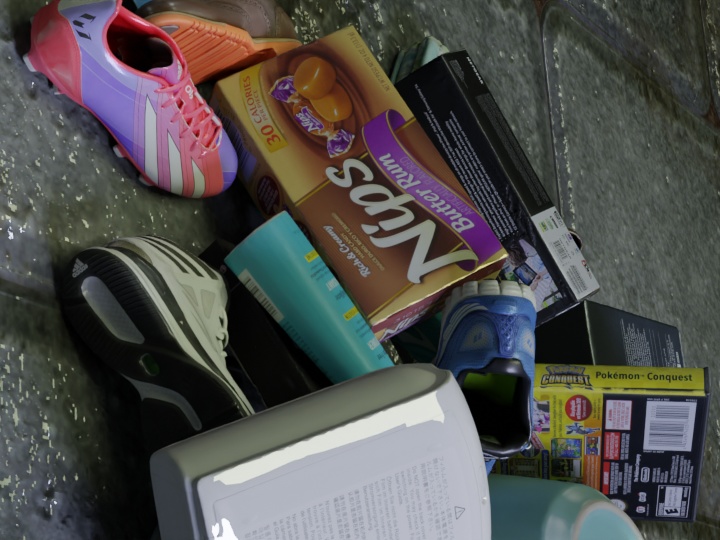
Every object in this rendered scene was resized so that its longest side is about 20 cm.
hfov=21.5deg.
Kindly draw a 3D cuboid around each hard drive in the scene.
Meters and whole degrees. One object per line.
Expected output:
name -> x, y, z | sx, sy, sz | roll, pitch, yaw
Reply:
hard drive -> -0.023, 0.076, 1.242 | 0.140, 0.038, 0.200 | 22, 29, -57

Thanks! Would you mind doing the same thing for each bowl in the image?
bowl -> 0.141, 0.231, 1.360 | 0.201, 0.105, 0.201 | 30, 50, -42

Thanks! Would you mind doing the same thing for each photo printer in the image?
photo printer -> -0.013, 0.149, 1.086 | 0.200, 0.069, 0.167 | -19, 110, -29

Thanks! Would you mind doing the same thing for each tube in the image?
tube -> -0.006, 0.056, 1.193 | 0.200, 0.050, 0.077 | 52, 14, 0

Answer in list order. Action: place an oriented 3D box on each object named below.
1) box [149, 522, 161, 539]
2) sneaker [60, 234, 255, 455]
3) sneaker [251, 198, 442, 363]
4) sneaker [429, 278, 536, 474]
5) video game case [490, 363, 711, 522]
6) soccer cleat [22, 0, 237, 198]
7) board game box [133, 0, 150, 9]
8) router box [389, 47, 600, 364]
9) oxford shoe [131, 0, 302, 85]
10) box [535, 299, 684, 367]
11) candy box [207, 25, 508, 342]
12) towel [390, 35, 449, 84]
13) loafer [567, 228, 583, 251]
box -> -0.100, 0.252, 1.113 | 0.137, 0.040, 0.200 | 60, 32, -29
sneaker -> -0.089, 0.060, 1.154 | 0.201, 0.076, 0.115 | 58, 28, -1
sneaker -> 0.000, 0.000, 1.328 | 0.200, 0.078, 0.080 | 44, 34, 10
sneaker -> 0.072, 0.098, 1.273 | 0.200, 0.078, 0.089 | 100, -8, -49
video game case -> 0.163, 0.130, 1.410 | 0.200, 0.180, 0.026 | 81, 12, -55
soccer cleat -> -0.126, -0.107, 1.186 | 0.200, 0.076, 0.067 | 42, 43, -46
board game box -> -0.147, -0.253, 1.240 | 0.200, 0.039, 0.158 | 67, 35, -62
router box -> 0.059, -0.036, 1.367 | 0.200, 0.149, 0.051 | 61, 29, 3
oxford shoe -> -0.104, -0.166, 1.275 | 0.200, 0.071, 0.073 | 3, 65, -69
box -> 0.164, 0.100, 1.543 | 0.200, 0.148, 0.107 | 15, 64, -59
candy box -> -0.005, -0.056, 1.277 | 0.116, 0.056, 0.200 | -25, 73, -26
towel -> 0.074, -0.074, 1.563 | 0.171, 0.048, 0.200 | 52, 37, -36
loafer -> 0.102, -0.016, 1.485 | 0.200, 0.063, 0.072 | -12, 102, -52
